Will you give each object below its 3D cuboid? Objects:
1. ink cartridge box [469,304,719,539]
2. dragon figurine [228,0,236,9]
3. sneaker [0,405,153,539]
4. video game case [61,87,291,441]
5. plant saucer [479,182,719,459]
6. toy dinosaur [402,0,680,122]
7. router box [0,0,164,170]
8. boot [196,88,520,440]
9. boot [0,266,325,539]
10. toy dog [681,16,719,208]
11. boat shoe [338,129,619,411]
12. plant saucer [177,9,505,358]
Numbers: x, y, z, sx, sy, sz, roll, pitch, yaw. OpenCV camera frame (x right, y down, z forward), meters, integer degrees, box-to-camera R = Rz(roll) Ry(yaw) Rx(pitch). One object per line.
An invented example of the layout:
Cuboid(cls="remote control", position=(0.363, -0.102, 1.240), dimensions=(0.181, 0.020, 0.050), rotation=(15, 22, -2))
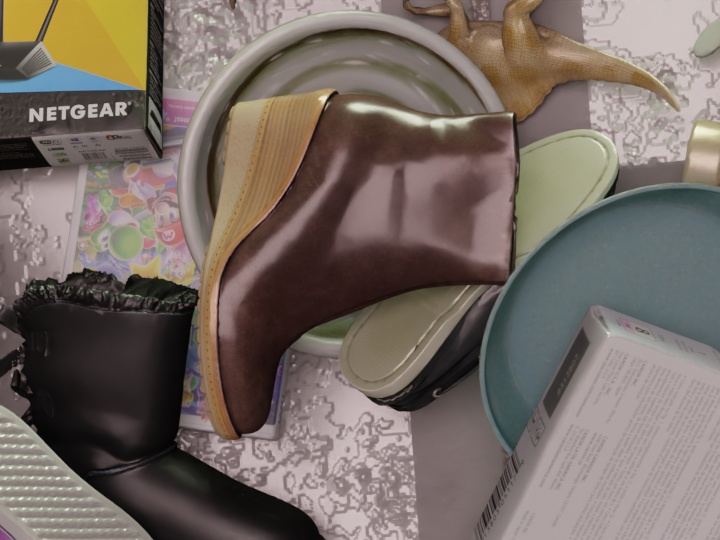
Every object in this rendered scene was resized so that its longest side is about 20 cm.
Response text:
Cuboid(cls="ink cartridge box", position=(0.183, 0.126, 1.578), dimensions=(0.200, 0.057, 0.163), rotation=(19, 109, -18))
Cuboid(cls="dragon figurine", position=(-0.098, -0.260, 1.688), dimensions=(0.200, 0.099, 0.059), rotation=(54, 135, 6))
Cuboid(cls="sneaker", position=(-0.183, 0.167, 1.613), dimensions=(0.201, 0.114, 0.073), rotation=(51, 48, -2))
Cuboid(cls="video game case", position=(-0.105, -0.007, 1.689), dimensions=(0.143, 0.018, 0.200), rotation=(7, 84, 10))
Cuboid(cls="plant saucer", position=(0.157, 0.034, 1.586), dimensions=(0.200, 0.036, 0.200), rotation=(-8, 119, -14))
Cuboid(cls="toy dinosaur", position=(0.093, -0.135, 1.664), dimensions=(0.200, 0.058, 0.101), rotation=(1, 98, 17))
Cuboid(cls="router box", position=(-0.218, -0.135, 1.693), dimensions=(0.200, 0.051, 0.149), rotation=(-4, 69, 9))
Cuboid(cls="boot", position=(0.000, 0.000, 1.565), dimensions=(0.166, 0.072, 0.200), rotation=(5, 84, 10))
Cuboid(cls="boot", position=(-0.113, 0.087, 1.631), dimensions=(0.198, 0.073, 0.163), rotation=(6, 102, 16))
Cuboid(cls="toy dog", position=(0.246, -0.104, 1.622), dimensions=(0.132, 0.096, 0.200), rotation=(30, 73, 15))
Cuboid(cls="boat shoe", position=(0.077, 0.006, 1.611), dimensions=(0.199, 0.066, 0.074), rotation=(-48, 50, -5))
Cuboid(cls="plant saucer", position=(-0.009, -0.051, 1.644), dimensions=(0.200, 0.050, 0.200), rotation=(-1, 97, -9))
